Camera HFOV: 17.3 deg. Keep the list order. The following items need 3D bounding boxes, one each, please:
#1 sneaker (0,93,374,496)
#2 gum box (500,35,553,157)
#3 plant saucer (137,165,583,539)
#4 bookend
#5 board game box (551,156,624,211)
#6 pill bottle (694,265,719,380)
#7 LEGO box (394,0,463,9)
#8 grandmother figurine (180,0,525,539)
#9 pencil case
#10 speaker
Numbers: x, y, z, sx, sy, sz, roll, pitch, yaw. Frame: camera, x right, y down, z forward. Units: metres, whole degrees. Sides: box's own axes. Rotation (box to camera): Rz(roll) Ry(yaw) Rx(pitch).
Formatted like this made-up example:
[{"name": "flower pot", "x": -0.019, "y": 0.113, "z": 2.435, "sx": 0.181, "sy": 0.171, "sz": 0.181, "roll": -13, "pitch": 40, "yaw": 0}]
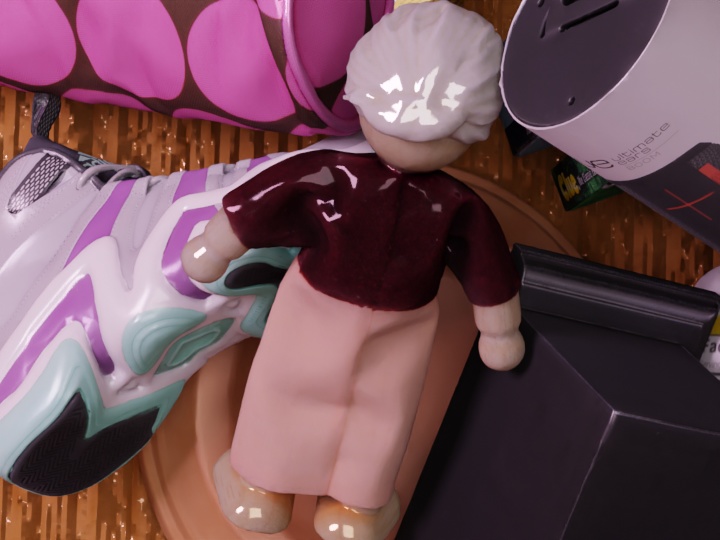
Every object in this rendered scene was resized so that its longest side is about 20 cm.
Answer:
[{"name": "sneaker", "x": -0.080, "y": -0.025, "z": 0.884, "sx": 0.199, "sy": 0.078, "sz": 0.140, "roll": -34, "pitch": 58, "yaw": 3}, {"name": "gum box", "x": 0.157, "y": -0.103, "z": 0.885, "sx": 0.199, "sy": 0.170, "sz": 0.045, "roll": -18, "pitch": 86, "yaw": -7}, {"name": "plant saucer", "x": 0.012, "y": 0.054, "z": 0.923, "sx": 0.198, "sy": 0.037, "sz": 0.202, "roll": 0, "pitch": 85, "yaw": -5}, {"name": "bookend", "x": 0.092, "y": 0.126, "z": 0.805, "sx": 0.092, "sy": 0.199, "sz": 0.201, "roll": 13, "pitch": 108, "yaw": -27}, {"name": "board game box", "x": 0.177, "y": -0.070, "z": 0.917, "sx": 0.199, "sy": 0.105, "sz": 0.024, "roll": -20, "pitch": 88, "yaw": -8}, {"name": "pill bottle", "x": 0.173, "y": 0.059, "z": 0.901, "sx": 0.110, "sy": 0.111, "sz": 0.202, "roll": 10, "pitch": 84, "yaw": -5}, {"name": "LEGO box", "x": 0.027, "y": -0.192, "z": 0.926, "sx": 0.200, "sy": 0.077, "sz": 0.149, "roll": -40, "pitch": 90, "yaw": -8}, {"name": "grandmother figurine", "x": 0.000, "y": 0.000, "z": 0.804, "sx": 0.120, "sy": 0.061, "sz": 0.201, "roll": 8, "pitch": 121, "yaw": -18}, {"name": "pencil case", "x": -0.085, "y": -0.105, "z": 0.855, "sx": 0.199, "sy": 0.094, "sz": 0.091, "roll": 7, "pitch": 73, "yaw": 28}, {"name": "speaker", "x": 0.141, "y": -0.038, "z": 0.774, "sx": 0.199, "sy": 0.081, "sz": 0.082, "roll": 30, "pitch": 81, "yaw": -30}]
